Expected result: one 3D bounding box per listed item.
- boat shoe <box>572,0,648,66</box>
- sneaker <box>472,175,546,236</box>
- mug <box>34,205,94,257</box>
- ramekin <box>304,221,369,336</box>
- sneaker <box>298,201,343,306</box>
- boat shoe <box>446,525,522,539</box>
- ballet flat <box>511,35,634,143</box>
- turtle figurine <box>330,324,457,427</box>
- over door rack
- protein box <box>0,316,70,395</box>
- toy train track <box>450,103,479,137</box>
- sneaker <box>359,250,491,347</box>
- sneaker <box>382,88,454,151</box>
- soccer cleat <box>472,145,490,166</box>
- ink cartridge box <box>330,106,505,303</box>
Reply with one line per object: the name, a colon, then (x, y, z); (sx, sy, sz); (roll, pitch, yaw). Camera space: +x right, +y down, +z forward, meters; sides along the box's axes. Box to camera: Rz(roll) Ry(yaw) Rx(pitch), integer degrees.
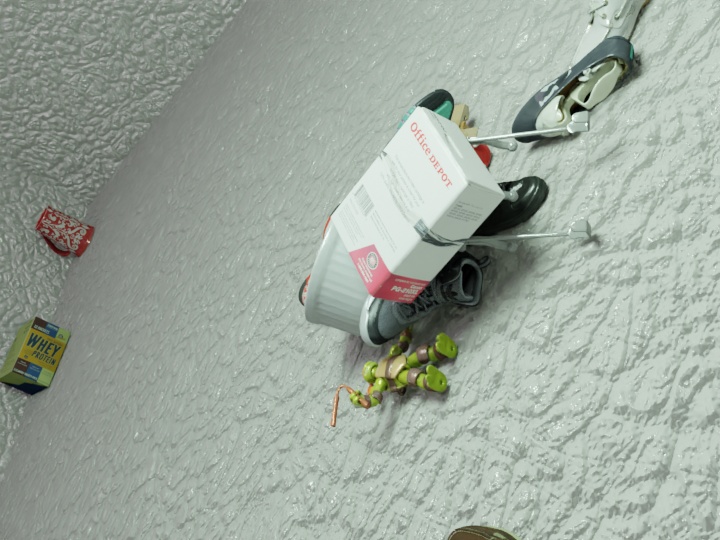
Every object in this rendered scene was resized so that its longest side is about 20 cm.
boat shoe: (0.342, -0.362, 1.175); (0.202, 0.069, 0.071); (-59, 29, 3)
sneaker: (0.153, -0.092, 1.196); (0.199, 0.103, 0.061); (-31, 37, 43)
mug: (-1.184, -0.142, 3.404); (0.179, 0.198, 0.133); (-56, 28, 5)
ramekin: (0.000, 0.000, 1.285); (0.200, 0.096, 0.204); (22, -91, -79)
sneaker: (-0.033, -0.017, 1.483); (0.108, 0.067, 0.204); (21, 86, 61)
boat shoe: (0.140, 0.301, 0.871); (0.201, 0.074, 0.076); (4, 67, 60)
ballet flat: (0.283, -0.229, 1.151); (0.199, 0.073, 0.074); (-41, 33, 29)
turtle figurine: (0.050, 0.144, 1.178); (0.160, 0.065, 0.201); (-13, 30, 44)
over door rack: (0.207, -0.104, 1.097); (0.197, 0.066, 0.151); (-6, 78, 37)
protein box: (-1.116, 0.294, 2.938); (0.197, 0.134, 0.203); (-23, 45, 50)
toy train track: (0.142, -0.166, 1.371); (0.114, 0.032, 0.203); (2, 71, 52)
sneaker: (0.090, 0.033, 1.168); (0.200, 0.076, 0.113); (-42, 27, -20)
sneaker: (0.083, -0.238, 1.494); (0.201, 0.074, 0.088); (-52, 23, 17)
soccer cleat: (0.103, -0.146, 1.296); (0.198, 0.070, 0.085); (-27, 11, -14)
ink cartridge box: (0.069, -0.081, 1.101); (0.201, 0.083, 0.146); (-49, 51, 28)
